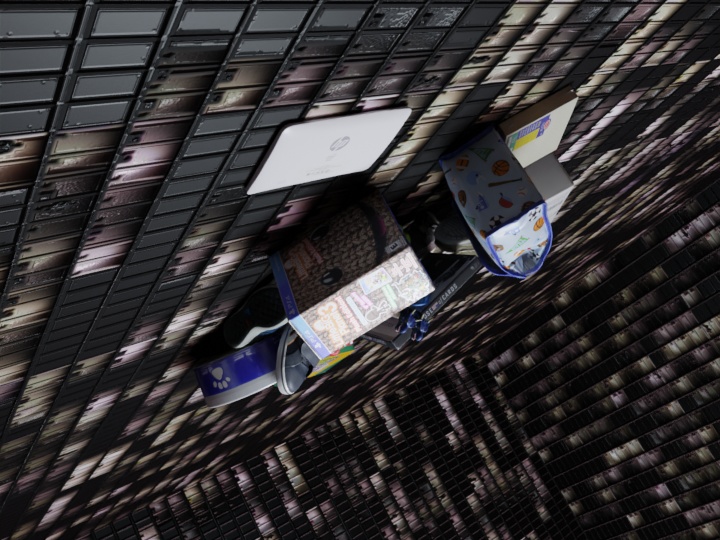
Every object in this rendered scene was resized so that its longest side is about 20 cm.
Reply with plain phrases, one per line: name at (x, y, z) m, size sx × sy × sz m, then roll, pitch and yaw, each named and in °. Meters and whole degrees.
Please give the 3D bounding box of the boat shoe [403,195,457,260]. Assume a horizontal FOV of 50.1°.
boat shoe at (0.126, -0.078, 1.360) m, size 0.199 × 0.072 × 0.065 m, roll -33°, pitch 156°, yaw -16°

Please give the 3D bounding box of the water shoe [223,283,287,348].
water shoe at (-0.157, 0.070, 1.316) m, size 0.199 × 0.072 × 0.079 m, roll -29°, pitch 172°, yaw 39°

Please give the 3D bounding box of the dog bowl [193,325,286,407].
dog bowl at (-0.205, 0.176, 1.429) m, size 0.198 × 0.080 × 0.200 m, roll -23°, pitch -178°, yaw 1°

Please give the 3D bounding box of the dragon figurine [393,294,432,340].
dragon figurine at (0.071, 0.024, 1.175) m, size 0.099 × 0.201 × 0.059 m, roll -7°, pitch 137°, yaw 30°

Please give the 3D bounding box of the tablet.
tablet at (-0.037, -0.147, 0.941) m, size 0.199 × 0.014 × 0.130 m, roll -18°, pitch 161°, yaw -38°

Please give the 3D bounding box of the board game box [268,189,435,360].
board game box at (-0.017, 0.003, 1.135) m, size 0.199 × 0.160 × 0.097 m, roll -32°, pitch 129°, yaw 4°

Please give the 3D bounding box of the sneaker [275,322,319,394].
sneaker at (-0.090, 0.120, 1.347) m, size 0.079 × 0.202 × 0.079 m, roll 1°, pitch 152°, yaw 21°

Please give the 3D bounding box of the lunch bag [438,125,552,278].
lunch bag at (0.217, -0.093, 1.212) m, size 0.123 × 0.171 × 0.200 m, roll -29°, pitch 151°, yaw 8°

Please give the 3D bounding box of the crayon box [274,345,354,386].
crayon box at (-0.118, 0.207, 1.834) m, size 0.119 × 0.059 × 0.199 m, roll -39°, pitch 163°, yaw 30°

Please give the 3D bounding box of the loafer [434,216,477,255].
loafer at (0.196, -0.051, 1.335) m, size 0.199 × 0.075 × 0.070 m, roll -10°, pitch 127°, yaw -45°

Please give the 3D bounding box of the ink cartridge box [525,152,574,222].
ink cartridge box at (0.320, -0.129, 1.526) m, size 0.144 × 0.085 × 0.200 m, roll -28°, pitch 164°, yaw -8°

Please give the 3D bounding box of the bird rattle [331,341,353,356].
bird rattle at (-0.108, 0.157, 1.628) m, size 0.199 × 0.113 × 0.164 m, roll -30°, pitch 149°, yaw -12°

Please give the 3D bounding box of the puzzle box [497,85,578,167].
puzzle box at (0.281, -0.220, 1.274) m, size 0.132 × 0.026 × 0.200 m, roll -29°, pitch 165°, yaw -4°

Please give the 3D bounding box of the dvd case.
dvd case at (0.087, 0.044, 1.251) m, size 0.200 × 0.025 × 0.150 m, roll -43°, pitch -160°, yaw -17°

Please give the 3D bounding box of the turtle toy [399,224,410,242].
turtle toy at (0.000, 0.000, 1.286) m, size 0.199 × 0.102 × 0.146 m, roll -31°, pitch -154°, yaw 2°
